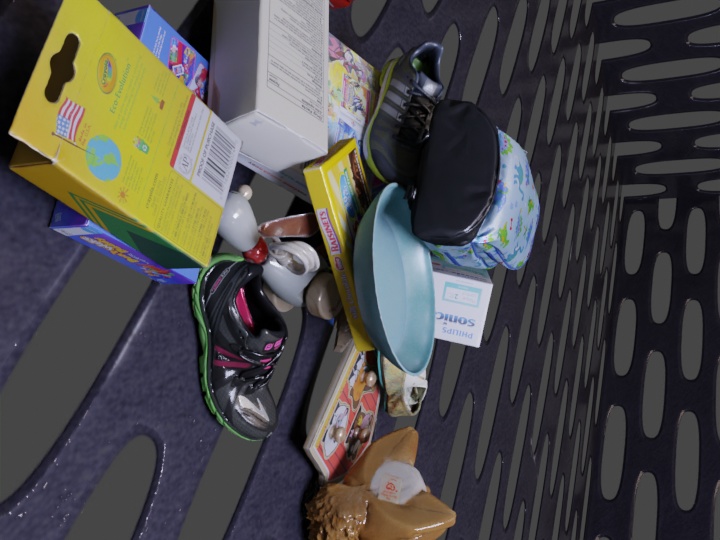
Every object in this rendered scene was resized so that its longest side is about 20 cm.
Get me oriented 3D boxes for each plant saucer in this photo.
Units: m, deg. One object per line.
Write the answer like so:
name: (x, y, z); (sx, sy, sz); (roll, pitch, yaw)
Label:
plant saucer: (0.035, 0.011, 0.765); (0.199, 0.035, 0.204); (-7, 90, -68)

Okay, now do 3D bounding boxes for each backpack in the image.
backpack: (0.134, -0.075, 0.828); (0.200, 0.151, 0.166); (71, 30, -71)

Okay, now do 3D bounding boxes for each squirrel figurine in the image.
squirrel figurine: (0.012, 0.336, 0.932); (0.197, 0.142, 0.189); (-15, 137, -24)

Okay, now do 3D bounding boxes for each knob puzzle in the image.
knob puzzle: (-0.002, 0.193, 0.948); (0.219, 0.030, 0.224); (13, 90, -69)

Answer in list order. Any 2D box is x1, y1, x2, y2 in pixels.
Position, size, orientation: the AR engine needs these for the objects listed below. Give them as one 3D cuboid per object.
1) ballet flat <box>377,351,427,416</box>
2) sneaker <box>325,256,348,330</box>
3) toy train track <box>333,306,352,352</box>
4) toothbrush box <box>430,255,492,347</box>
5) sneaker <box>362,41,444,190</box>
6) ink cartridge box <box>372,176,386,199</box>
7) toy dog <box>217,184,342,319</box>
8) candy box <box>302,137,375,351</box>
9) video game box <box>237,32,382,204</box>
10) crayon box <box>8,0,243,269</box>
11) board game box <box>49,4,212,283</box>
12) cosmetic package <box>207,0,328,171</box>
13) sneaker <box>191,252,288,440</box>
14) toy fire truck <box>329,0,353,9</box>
ballet flat: (0.060, 0.149, 0.990); (0.201, 0.069, 0.072); (82, 22, -58)
sneaker: (-0.011, -0.025, 0.939); (0.078, 0.065, 0.204); (38, 57, -57)
toy train track: (0.000, 0.000, 0.853); (0.115, 0.032, 0.203); (116, -16, -63)
toothbrush box: (0.098, 0.031, 0.985); (0.200, 0.144, 0.087); (-40, 142, -79)
sneaker: (0.055, -0.184, 0.829); (0.073, 0.081, 0.203); (18, 61, -23)
ink cartridge box: (0.088, -0.124, 0.953); (0.199, 0.076, 0.138); (41, 53, -30)
toy dog: (-0.077, -0.029, 0.767); (0.201, 0.130, 0.097); (79, 33, -62)
candy box: (-0.005, -0.028, 0.762); (0.102, 0.026, 0.203); (-50, 129, -56)
video game box: (-0.054, -0.180, 0.813); (0.181, 0.046, 0.203); (27, 59, -36)
crayon box: (-0.178, -0.100, 0.549); (0.200, 0.050, 0.129); (44, 51, -53)
board game box: (-0.182, -0.106, 0.641); (0.134, 0.044, 0.204); (38, 57, -56)
cosmetic package: (-0.087, -0.212, 0.698); (0.105, 0.070, 0.204); (24, 60, -49)
sneaker: (-0.114, 0.083, 0.726); (0.077, 0.082, 0.204); (-37, 121, -55)
toy fire truck: (-0.021, -0.388, 0.787); (0.175, 0.197, 0.131); (26, 68, -59)
